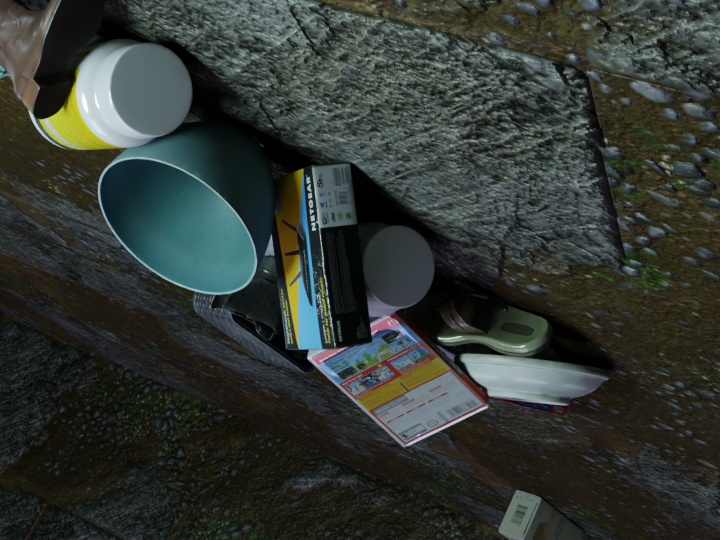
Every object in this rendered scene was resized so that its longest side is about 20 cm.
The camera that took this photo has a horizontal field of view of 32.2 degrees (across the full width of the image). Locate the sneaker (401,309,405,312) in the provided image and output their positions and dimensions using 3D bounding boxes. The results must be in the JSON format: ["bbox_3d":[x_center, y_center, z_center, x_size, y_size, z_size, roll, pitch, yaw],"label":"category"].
[{"bbox_3d":[0.038,0.094,1.631,0.073,0.112,0.200,14,137,5],"label":"sneaker"}]

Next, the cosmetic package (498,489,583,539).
[{"bbox_3d":[0.394,0.566,2.703,0.071,0.105,0.200,10,159,45],"label":"cosmetic package"}]

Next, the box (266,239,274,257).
[{"bbox_3d":[-0.069,-0.018,1.693,0.156,0.041,0.200,10,158,45],"label":"box"}]

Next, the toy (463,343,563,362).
[{"bbox_3d":[0.158,0.087,1.643,0.200,0.047,0.115,11,158,43],"label":"toy"}]

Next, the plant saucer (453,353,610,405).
[{"bbox_3d":[0.217,0.143,1.598,0.199,0.050,0.200,6,174,1],"label":"plant saucer"}]

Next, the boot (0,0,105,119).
[{"bbox_3d":[-0.354,-0.282,1.264,0.064,0.187,0.200,-15,-123,-49],"label":"boot"}]

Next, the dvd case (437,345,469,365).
[{"bbox_3d":[0.117,0.109,1.783,0.200,0.025,0.150,30,174,-15],"label":"dvd case"}]

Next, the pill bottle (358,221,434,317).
[{"bbox_3d":[0.000,0.000,1.499,0.114,0.114,0.200,33,163,-22],"label":"pill bottle"}]

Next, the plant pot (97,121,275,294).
[{"bbox_3d":[-0.176,-0.091,1.410,0.200,0.135,0.200,18,140,16],"label":"plant pot"}]

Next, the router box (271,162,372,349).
[{"bbox_3d":[-0.049,-0.012,1.407,0.051,0.201,0.149,-7,179,-25],"label":"router box"}]

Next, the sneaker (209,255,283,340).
[{"bbox_3d":[-0.109,0.054,1.720,0.060,0.104,0.200,8,156,48],"label":"sneaker"}]

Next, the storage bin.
[{"bbox_3d":[-0.130,0.047,1.821,0.094,0.135,0.200,10,157,47],"label":"storage bin"}]

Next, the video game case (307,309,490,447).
[{"bbox_3d":[0.050,0.138,1.585,0.143,0.017,0.200,-30,120,28],"label":"video game case"}]

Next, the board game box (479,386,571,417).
[{"bbox_3d":[0.202,0.179,1.813,0.199,0.020,0.103,14,176,3],"label":"board game box"}]

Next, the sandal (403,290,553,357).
[{"bbox_3d":[0.144,0.053,1.535,0.201,0.080,0.057,8,139,34],"label":"sandal"}]

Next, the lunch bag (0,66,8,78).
[{"bbox_3d":[-0.528,-0.270,1.492,0.200,0.122,0.170,26,165,-29],"label":"lunch bag"}]

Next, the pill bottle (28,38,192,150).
[{"bbox_3d":[-0.268,-0.187,1.334,0.114,0.114,0.200,37,163,-32],"label":"pill bottle"}]
